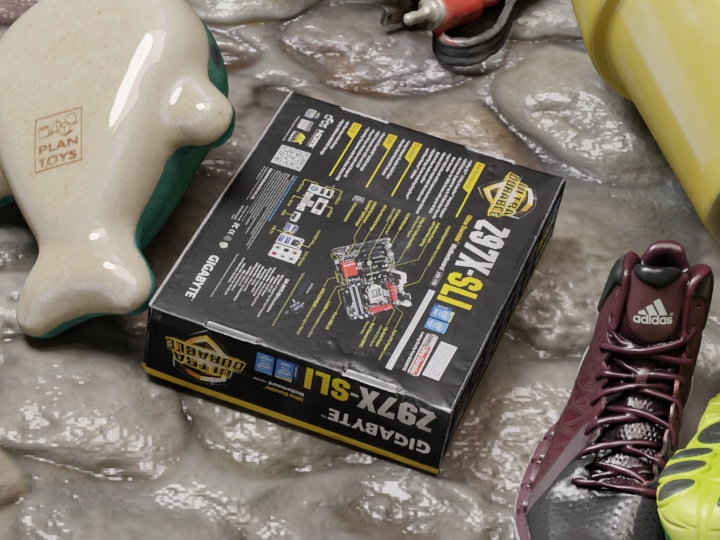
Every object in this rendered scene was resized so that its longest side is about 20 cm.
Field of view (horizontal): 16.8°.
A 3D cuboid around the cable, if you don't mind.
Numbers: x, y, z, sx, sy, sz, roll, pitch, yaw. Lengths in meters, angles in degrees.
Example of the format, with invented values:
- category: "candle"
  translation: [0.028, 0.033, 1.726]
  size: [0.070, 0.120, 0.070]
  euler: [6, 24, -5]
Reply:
- category: "cable"
  translation: [0.088, -0.179, 1.456]
  size: [0.200, 0.050, 0.097]
  euler: [-23, 51, -29]

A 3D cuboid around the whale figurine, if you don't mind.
- category: "whale figurine"
  translation: [-0.127, -0.052, 1.254]
  size: [0.159, 0.104, 0.200]
  euler: [-15, 58, 22]

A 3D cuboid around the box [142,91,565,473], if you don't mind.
- category: "box"
  translation: [0.000, 0.000, 1.241]
  size: [0.159, 0.049, 0.200]
  euler: [19, 42, 9]

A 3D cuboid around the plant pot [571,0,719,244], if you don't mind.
- category: "plant pot"
  translation: [0.226, -0.118, 1.316]
  size: [0.200, 0.201, 0.189]
  euler: [-4, 57, -14]

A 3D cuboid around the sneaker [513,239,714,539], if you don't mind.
- category: "sneaker"
  translation: [0.122, 0.058, 1.142]
  size: [0.076, 0.116, 0.200]
  euler: [12, 41, 5]

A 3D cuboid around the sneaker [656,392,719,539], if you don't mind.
- category: "sneaker"
  translation: [0.187, 0.107, 1.137]
  size: [0.074, 0.084, 0.200]
  euler: [5, 18, 29]
